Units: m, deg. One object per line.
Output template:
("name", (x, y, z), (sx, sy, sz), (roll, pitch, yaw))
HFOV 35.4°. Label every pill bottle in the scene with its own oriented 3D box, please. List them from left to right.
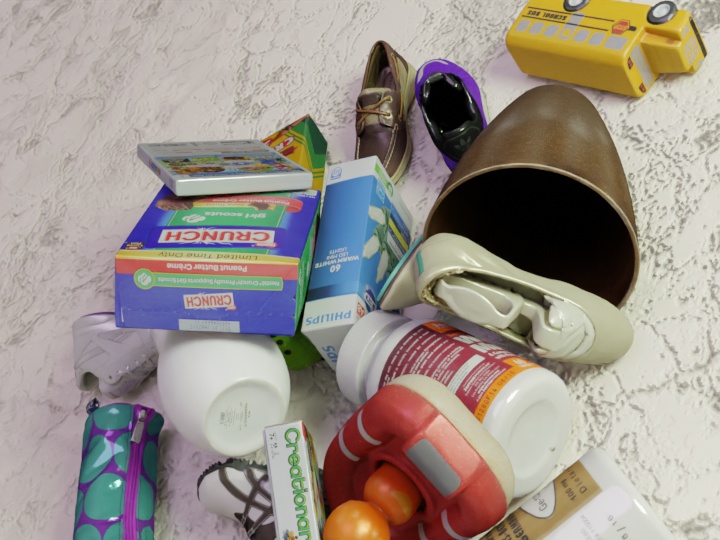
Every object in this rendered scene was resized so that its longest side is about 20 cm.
("pill bottle", (0.074, 0.106, 0.969), (0.199, 0.110, 0.110), (24, 71, 45))
("pill bottle", (0.131, 0.233, 0.818), (0.199, 0.115, 0.115), (-39, 42, 3))

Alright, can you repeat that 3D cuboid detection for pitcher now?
("pitcher", (-0.143, 0.113, 1.095), (0.119, 0.175, 0.200), (-8, 27, -22))

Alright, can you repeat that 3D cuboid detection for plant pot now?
("plant pot", (0.164, -0.074, 1.022), (0.184, 0.188, 0.201), (-14, 34, 27))

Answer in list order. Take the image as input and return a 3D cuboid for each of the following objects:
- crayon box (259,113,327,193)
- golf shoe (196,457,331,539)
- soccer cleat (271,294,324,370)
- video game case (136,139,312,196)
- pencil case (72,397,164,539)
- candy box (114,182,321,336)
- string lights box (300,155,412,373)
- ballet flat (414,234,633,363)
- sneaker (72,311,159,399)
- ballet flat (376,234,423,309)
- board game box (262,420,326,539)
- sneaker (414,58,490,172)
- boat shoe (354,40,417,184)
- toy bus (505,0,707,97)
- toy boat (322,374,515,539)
("crayon box", (-0.103, -0.090, 1.266), (0.125, 0.051, 0.201), (-27, 27, 16))
("golf shoe", (-0.081, 0.226, 1.011), (0.197, 0.078, 0.096), (-3, 55, 37))
("soccer cleat", (-0.075, 0.012, 1.179), (0.067, 0.081, 0.202), (-26, 44, 16))
("video game case", (-0.148, -0.111, 1.190), (0.141, 0.018, 0.200), (-4, 17, -21))
("pencil case", (-0.240, 0.227, 1.122), (0.093, 0.084, 0.202), (-48, 34, 36))
("candy box", (-0.129, -0.016, 1.073), (0.166, 0.078, 0.201), (3, 25, 3))
("string lights box", (0.000, 0.000, 1.116), (0.058, 0.103, 0.203), (-10, 51, 23))
("ballet flat", (0.133, 0.036, 0.930), (0.197, 0.070, 0.070), (23, 63, -1))
("sneaker", (-0.242, 0.093, 1.261), (0.197, 0.075, 0.102), (-10, 69, 31))
("ballet flat", (0.081, -0.018, 1.069), (0.068, 0.070, 0.201), (-6, 31, 32))
("board game box", (-0.041, 0.228, 0.887), (0.034, 0.126, 0.204), (-9, 75, 0))
("sneaker", (0.094, -0.182, 1.197), (0.069, 0.100, 0.202), (-29, 44, 10))
("boat shoe", (0.018, -0.176, 1.271), (0.071, 0.072, 0.203), (-9, 51, 31))
("toy bus", (0.248, -0.231, 1.150), (0.199, 0.065, 0.079), (23, 72, 45))
("toy boat", (0.021, 0.176, 0.864), (0.130, 0.131, 0.200), (-41, -6, -28))
